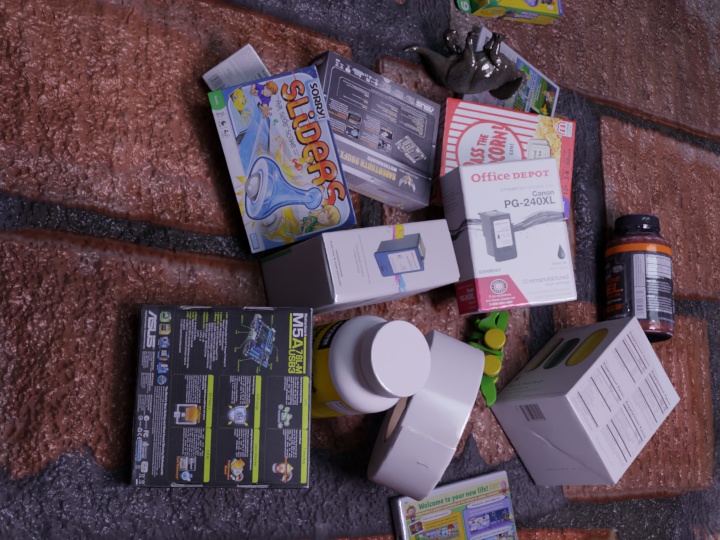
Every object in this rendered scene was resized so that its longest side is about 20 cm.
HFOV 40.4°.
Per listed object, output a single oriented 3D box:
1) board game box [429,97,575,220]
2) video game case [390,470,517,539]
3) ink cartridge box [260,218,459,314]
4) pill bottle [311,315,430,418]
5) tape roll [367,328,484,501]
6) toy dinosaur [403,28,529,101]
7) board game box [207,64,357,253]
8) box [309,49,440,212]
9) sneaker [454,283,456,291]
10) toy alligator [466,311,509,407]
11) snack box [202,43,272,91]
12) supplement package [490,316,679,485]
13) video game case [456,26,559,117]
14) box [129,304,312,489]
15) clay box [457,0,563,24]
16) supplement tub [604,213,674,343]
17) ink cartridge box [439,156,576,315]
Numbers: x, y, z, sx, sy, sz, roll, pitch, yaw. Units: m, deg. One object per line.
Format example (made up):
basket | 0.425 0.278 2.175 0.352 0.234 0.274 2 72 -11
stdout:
board game box | 0.205 -0.156 1.415 0.200 0.046 0.152 8 79 -11
video game case | 0.135 0.377 1.314 0.200 0.022 0.182 -5 83 -37
ink cartridge box | 0.000 0.000 1.216 0.200 0.145 0.088 -7 82 -37
pill bottle | -0.014 0.113 1.146 0.112 0.200 0.113 9 74 -36
tape roll | 0.079 0.176 1.197 0.071 0.202 0.202 25 63 -2
toy dinosaur | 0.165 -0.296 1.426 0.200 0.077 0.102 0 107 -13
board game box | -0.094 -0.134 1.190 0.135 0.034 0.200 -16 96 -4
box | 0.013 -0.185 1.328 0.200 0.048 0.158 19 70 -32
sneaker | 0.204 -0.039 1.421 0.200 0.081 0.075 -29 96 -37
toy alligator | 0.179 0.095 1.392 0.054 0.059 0.200 10 69 7
snack box | -0.109 -0.177 1.215 0.072 0.024 0.200 -35 98 2
supplement package | 0.325 0.190 1.416 0.200 0.152 0.151 -38 103 -36
video game case | 0.226 -0.250 1.521 0.182 0.022 0.200 30 62 -28
box | -0.149 0.138 1.077 0.193 0.048 0.200 1 77 -5
clay box | 0.232 -0.461 1.555 0.200 0.048 0.115 -5 82 -39
supplement tub | 0.449 0.012 1.579 0.107 0.107 0.200 13 72 -35
ink cartridge box | 0.199 -0.048 1.331 0.145 0.083 0.200 -7 85 -13
